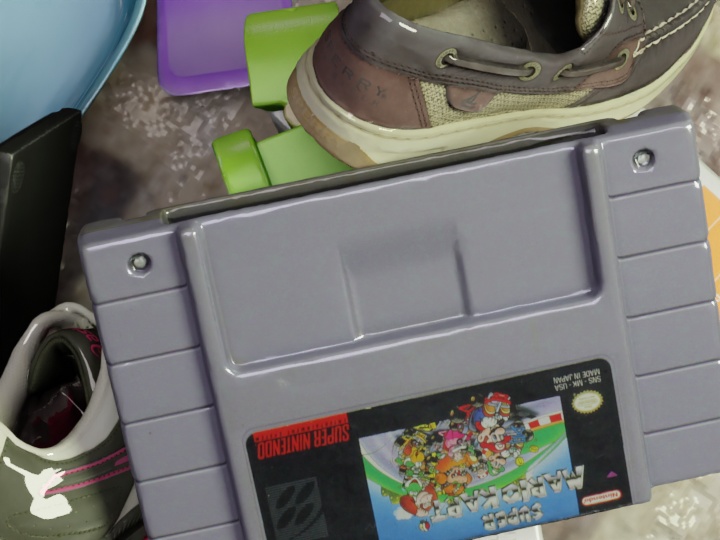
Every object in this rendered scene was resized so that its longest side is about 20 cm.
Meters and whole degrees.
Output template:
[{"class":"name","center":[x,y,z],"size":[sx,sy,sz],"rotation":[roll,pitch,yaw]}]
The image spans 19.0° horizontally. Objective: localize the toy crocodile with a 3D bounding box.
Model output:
[{"class":"toy crocodile","center":[0.000,0.000,0.758],"size":[0.067,0.062,0.201],"rotation":[-21,87,-1]}]

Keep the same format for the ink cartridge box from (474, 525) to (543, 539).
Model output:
[{"class":"ink cartridge box","center":[-0.024,0.162,0.794],"size":[0.199,0.086,0.147],"rotation":[-9,81,1]}]

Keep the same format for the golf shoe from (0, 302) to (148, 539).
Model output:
[{"class":"golf shoe","center":[-0.074,0.043,0.765],"size":[0.077,0.200,0.088],"rotation":[7,125,29]}]

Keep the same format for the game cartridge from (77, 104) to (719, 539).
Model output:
[{"class":"game cartridge","center":[0.019,0.028,0.701],"size":[0.199,0.038,0.130],"rotation":[-12,105,-2]}]

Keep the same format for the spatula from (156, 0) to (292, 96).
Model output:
[{"class":"spatula","center":[-0.062,-0.169,0.867],"size":[0.056,0.021,0.201],"rotation":[-7,82,5]}]

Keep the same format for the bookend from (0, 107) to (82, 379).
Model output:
[{"class":"bookend","center":[-0.221,0.026,0.788],"size":[0.199,0.092,0.200],"rotation":[11,105,5]}]

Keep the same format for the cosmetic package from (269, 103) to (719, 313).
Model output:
[{"class":"cosmetic package","center":[0.072,-0.022,0.816],"size":[0.200,0.071,0.101],"rotation":[43,88,8]}]

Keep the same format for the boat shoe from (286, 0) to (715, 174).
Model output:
[{"class":"boat shoe","center":[0.063,-0.090,0.741],"size":[0.200,0.065,0.072],"rotation":[-21,67,-38]}]

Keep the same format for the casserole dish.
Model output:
[{"class":"casserole dish","center":[-0.166,-0.077,0.855],"size":[0.121,0.039,0.200],"rotation":[33,87,7]}]
